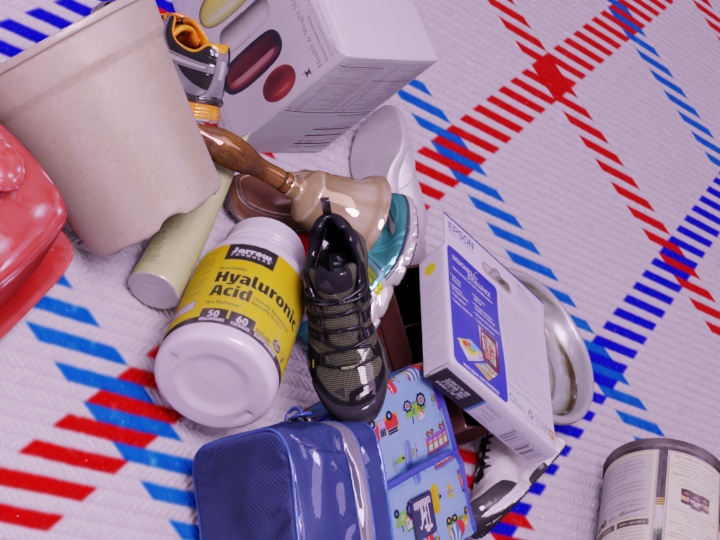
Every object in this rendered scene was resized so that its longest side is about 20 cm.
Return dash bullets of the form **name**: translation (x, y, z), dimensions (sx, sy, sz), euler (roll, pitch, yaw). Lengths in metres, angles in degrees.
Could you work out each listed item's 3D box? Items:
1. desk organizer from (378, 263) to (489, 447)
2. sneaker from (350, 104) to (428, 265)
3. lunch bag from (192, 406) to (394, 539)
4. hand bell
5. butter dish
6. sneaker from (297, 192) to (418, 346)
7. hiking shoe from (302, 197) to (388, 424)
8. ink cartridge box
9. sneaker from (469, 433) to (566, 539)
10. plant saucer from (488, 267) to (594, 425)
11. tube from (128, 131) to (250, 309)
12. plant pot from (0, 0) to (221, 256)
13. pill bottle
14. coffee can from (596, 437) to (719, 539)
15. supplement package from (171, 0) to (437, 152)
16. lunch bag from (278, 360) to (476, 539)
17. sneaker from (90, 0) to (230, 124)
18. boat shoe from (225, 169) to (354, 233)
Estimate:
- **desk organizer**: translation (0.079, 0.088, 1.354), dimensions (0.071, 0.077, 0.201), euler (3, 64, -45)
- **sneaker**: translation (0.043, -0.089, 1.449), dimensions (0.088, 0.075, 0.201), euler (26, 54, -49)
- **lunch bag**: translation (-0.051, 0.216, 1.079), dimensions (0.132, 0.135, 0.202), euler (6, 73, -45)
- **hand bell**: translation (-0.078, -0.088, 1.212), dimensions (0.199, 0.104, 0.105), euler (28, 48, -28)
- **butter dish**: translation (-0.311, -0.053, 0.984), dimensions (0.200, 0.148, 0.200), euler (48, 41, -12)
- **sneaker**: translation (0.000, 0.000, 1.301), dimensions (0.079, 0.077, 0.201), euler (31, 68, -14)
- **hiking shoe**: translation (-0.024, 0.039, 1.131), dimensions (0.101, 0.075, 0.201), euler (60, 19, -65)
- **ink cartridge box**: translation (0.132, 0.071, 1.321), dimensions (0.197, 0.047, 0.201), euler (40, 34, -35)
- **sneaker**: translation (0.148, 0.216, 1.363), dimensions (0.080, 0.074, 0.200), euler (45, 35, 7)
- **plant saucer**: translation (0.192, 0.095, 1.484), dimensions (0.200, 0.050, 0.201), euler (30, 43, -32)
- **tube**: translation (-0.160, -0.053, 1.205), dimensions (0.058, 0.052, 0.201), euler (9, 49, 12)
- **plant pot**: translation (-0.221, -0.121, 1.107), dimensions (0.184, 0.200, 0.200), euler (61, 38, -13)
- **pill bottle**: translation (-0.110, 0.039, 1.155), dimensions (0.111, 0.111, 0.201), euler (42, 32, -19)
- **coffee can**: translation (0.337, 0.313, 1.425), dimensions (0.146, 0.146, 0.201), euler (39, 44, -21)
- **supplement package**: translation (-0.063, -0.253, 1.330), dimensions (0.147, 0.200, 0.192), euler (-7, 71, -47)
- **lunch bag**: translation (0.029, 0.210, 1.228), dimensions (0.150, 0.094, 0.201), euler (-23, 93, -46)
- **sneaker**: translation (-0.191, -0.218, 1.226), dimensions (0.200, 0.078, 0.078), euler (39, 25, 30)
- **boat shoe**: translation (-0.054, -0.078, 1.326), dimensions (0.199, 0.072, 0.076), euler (4, 63, -45)
